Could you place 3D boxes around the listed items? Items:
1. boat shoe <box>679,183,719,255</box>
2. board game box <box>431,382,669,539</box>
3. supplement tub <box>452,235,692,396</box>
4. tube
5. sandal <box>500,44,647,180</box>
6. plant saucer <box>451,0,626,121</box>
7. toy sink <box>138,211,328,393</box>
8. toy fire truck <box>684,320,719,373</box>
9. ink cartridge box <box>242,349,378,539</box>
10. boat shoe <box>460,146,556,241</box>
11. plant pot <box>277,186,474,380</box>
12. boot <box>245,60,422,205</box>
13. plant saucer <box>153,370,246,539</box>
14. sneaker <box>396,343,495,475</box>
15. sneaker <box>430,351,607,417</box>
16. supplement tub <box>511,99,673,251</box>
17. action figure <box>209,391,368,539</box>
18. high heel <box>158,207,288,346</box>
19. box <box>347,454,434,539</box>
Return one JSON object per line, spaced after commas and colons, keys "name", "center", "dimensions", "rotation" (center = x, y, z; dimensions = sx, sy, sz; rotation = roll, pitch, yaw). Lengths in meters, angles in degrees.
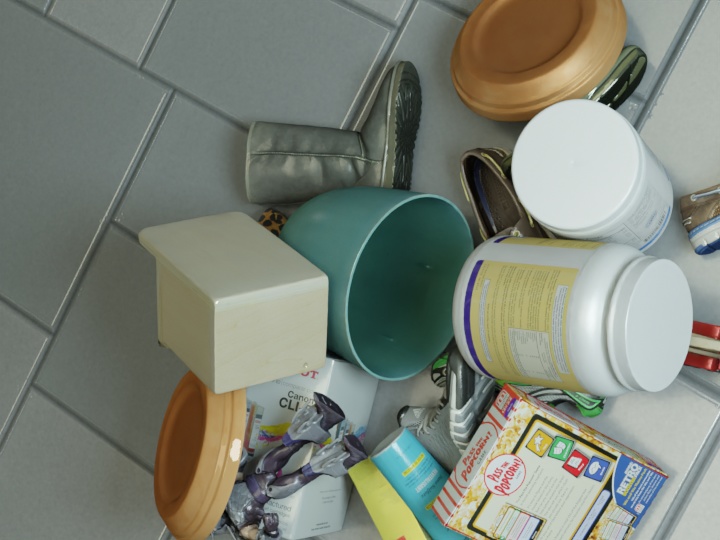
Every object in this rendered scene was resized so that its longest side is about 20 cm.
{"name": "boat shoe", "center": [0.416, -0.092, 1.356], "dimensions": [0.199, 0.072, 0.073], "rotation": [-28, 74, 17]}
{"name": "board game box", "center": [0.194, 0.226, 1.362], "dimensions": [0.199, 0.046, 0.152], "rotation": [29, 97, -21]}
{"name": "supplement tub", "center": [0.204, 0.043, 1.295], "dimensions": [0.199, 0.145, 0.147], "rotation": [6, 87, 43]}
{"name": "tube", "center": [0.092, 0.258, 1.429], "dimensions": [0.077, 0.050, 0.200], "rotation": [-42, 95, -16]}
{"name": "sandal", "center": [0.224, -0.170, 1.435], "dimensions": [0.201, 0.080, 0.057], "rotation": [-44, 68, -6]}
{"name": "plant saucer", "center": [0.185, -0.251, 1.432], "dimensions": [0.198, 0.037, 0.202], "rotation": [-16, 51, 21]}
{"name": "toy sink", "center": [-0.137, 0.032, 1.395], "dimensions": [0.200, 0.129, 0.113], "rotation": [35, 129, 50]}
{"name": "toy fire truck", "center": [0.334, 0.073, 1.335], "dimensions": [0.198, 0.141, 0.049], "rotation": [11, 89, 23]}
{"name": "ink cartridge box", "center": [-0.085, 0.179, 1.494], "dimensions": [0.144, 0.144, 0.202], "rotation": [13, 89, 23]}
{"name": "boat shoe", "center": [0.165, -0.043, 1.451], "dimensions": [0.072, 0.059, 0.202], "rotation": [-32, 72, 38]}
{"name": "plant pot", "center": [0.000, 0.000, 1.456], "dimensions": [0.160, 0.200, 0.203], "rotation": [18, 92, 42]}
{"name": "boot", "center": [-0.035, -0.159, 1.557], "dimensions": [0.198, 0.072, 0.184], "rotation": [8, 86, 30]}
{"name": "plant saucer", "center": [-0.174, 0.185, 1.405], "dimensions": [0.200, 0.037, 0.202], "rotation": [-43, 40, 50]}
{"name": "sneaker", "center": [0.084, 0.152, 1.426], "dimensions": [0.115, 0.075, 0.202], "rotation": [16, 132, 33]}
{"name": "sneaker", "center": [0.169, 0.120, 1.432], "dimensions": [0.198, 0.078, 0.086], "rotation": [1, 86, 22]}
{"name": "supplement tub", "center": [0.239, -0.088, 1.356], "dimensions": [0.131, 0.200, 0.134], "rotation": [-4, 79, 22]}
{"name": "action figure", "center": [-0.093, 0.214, 1.377], "dimensions": [0.199, 0.069, 0.131], "rotation": [-39, 66, 11]}
{"name": "high heel", "center": [-0.159, 0.013, 1.588], "dimensions": [0.198, 0.071, 0.144], "rotation": [-16, 72, 18]}
{"name": "box", "center": [0.061, 0.294, 1.461], "dimensions": [0.050, 0.075, 0.201], "rotation": [-32, 75, 17]}
